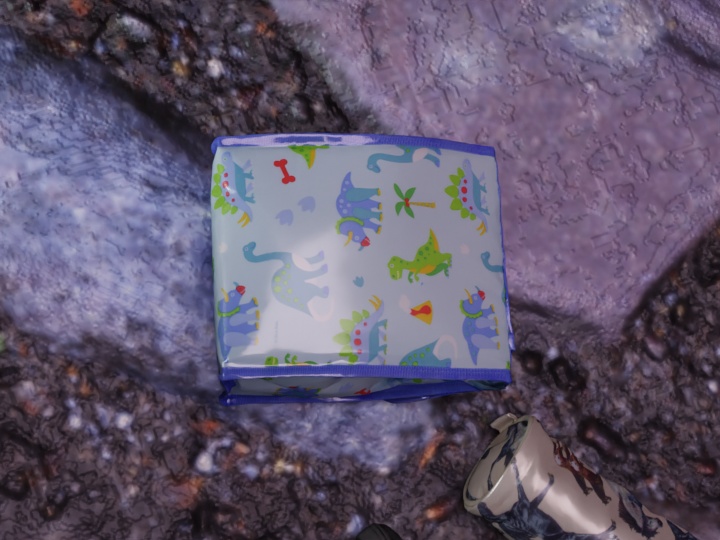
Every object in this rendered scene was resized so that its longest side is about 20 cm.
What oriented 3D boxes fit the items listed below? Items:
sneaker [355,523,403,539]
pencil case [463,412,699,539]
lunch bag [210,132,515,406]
[{"bbox_3d":[0.091,0.231,1.262,0.104,0.060,0.200,-36,93,-15],"label":"sneaker"},{"bbox_3d":[0.166,0.178,1.279,0.200,0.078,0.089,34,33,-2],"label":"pencil case"},{"bbox_3d":[0.000,0.000,1.258,0.199,0.127,0.171,-3,78,-3],"label":"lunch bag"}]
